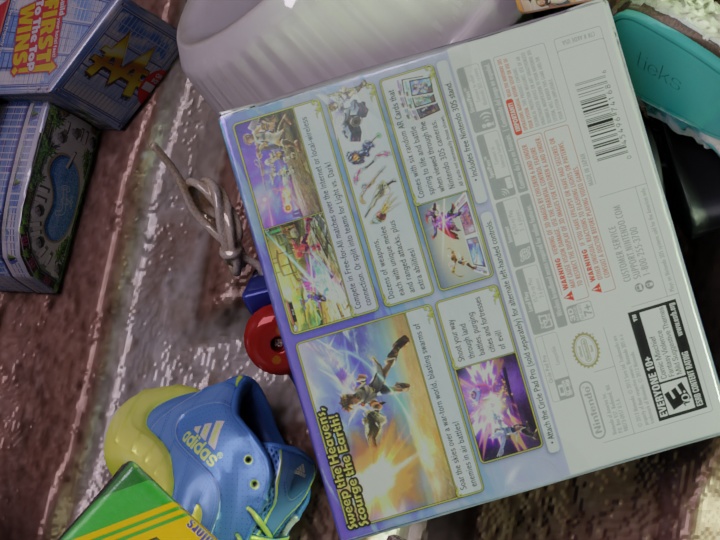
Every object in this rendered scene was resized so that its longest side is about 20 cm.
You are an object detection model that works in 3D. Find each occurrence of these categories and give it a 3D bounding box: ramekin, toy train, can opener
[{"bbox_3d":[-0.004,-0.137,1.401,0.202,0.094,0.203,-42,20,20],"label":"ramekin"},{"bbox_3d":[0.000,0.000,1.347,0.115,0.200,0.085,-28,12,14],"label":"toy train"},{"bbox_3d":[0.114,-0.083,1.374,0.064,0.078,0.200,107,152,-46],"label":"can opener"}]

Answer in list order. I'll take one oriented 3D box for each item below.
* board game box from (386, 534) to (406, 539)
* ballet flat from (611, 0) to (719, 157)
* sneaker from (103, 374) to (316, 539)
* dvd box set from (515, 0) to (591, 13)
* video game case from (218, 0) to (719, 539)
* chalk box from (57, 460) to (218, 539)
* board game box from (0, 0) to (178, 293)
[{"bbox_3d":[0.047,0.243,1.250,0.159,0.097,0.201,24,87,42],"label":"board game box"},{"bbox_3d":[0.193,-0.068,1.285,0.200,0.072,0.072,43,100,30],"label":"ballet flat"},{"bbox_3d":[-0.073,0.135,1.408,0.105,0.076,0.201,-27,55,27],"label":"sneaker"},{"bbox_3d":[0.182,-0.170,1.306,0.199,0.029,0.146,-8,21,36],"label":"dvd box set"},{"bbox_3d":[0.051,0.001,1.287,0.181,0.045,0.201,-16,88,4],"label":"video game case"},{"bbox_3d":[-0.122,0.206,1.298,0.124,0.125,0.200,40,80,8],"label":"chalk box"},{"bbox_3d":[-0.198,-0.092,1.617,0.199,0.062,0.201,1,72,40],"label":"board game box"}]
